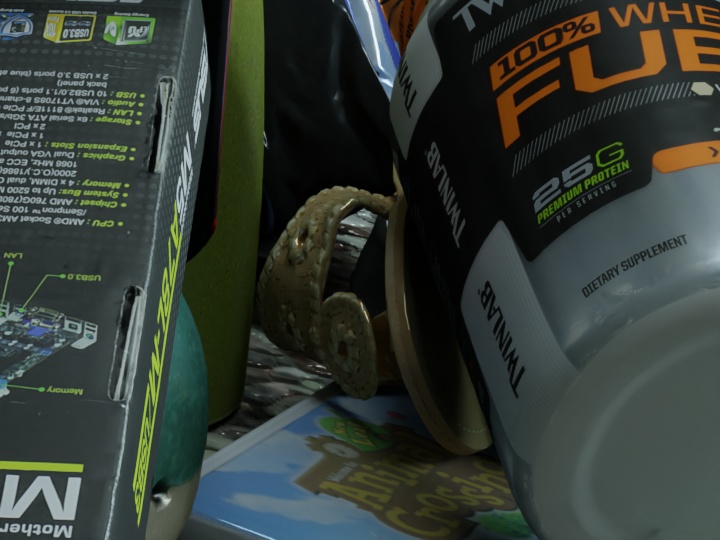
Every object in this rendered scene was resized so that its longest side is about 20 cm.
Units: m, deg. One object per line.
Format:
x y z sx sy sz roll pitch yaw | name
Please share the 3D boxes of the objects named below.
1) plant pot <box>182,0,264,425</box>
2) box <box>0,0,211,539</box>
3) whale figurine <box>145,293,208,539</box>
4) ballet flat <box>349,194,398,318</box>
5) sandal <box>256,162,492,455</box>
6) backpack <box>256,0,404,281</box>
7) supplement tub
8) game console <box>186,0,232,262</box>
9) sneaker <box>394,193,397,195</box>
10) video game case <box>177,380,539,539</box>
-0.106 -0.075 0.890 0.187 0.201 0.187 13 14 -3 | plant pot
-0.140 0.003 0.619 0.199 0.048 0.193 0 45 3 | box
-0.132 0.014 0.722 0.200 0.104 0.159 18 15 24 | whale figurine
0.078 0.021 0.970 0.200 0.073 0.073 25 17 34 | ballet flat
0.002 0.005 0.907 0.069 0.078 0.212 -18 24 15 | sandal
-0.052 -0.105 1.077 0.154 0.201 0.190 -22 10 -22 | backpack
0.078 -0.016 0.803 0.122 0.123 0.200 8 37 -23 | supplement tub
-0.133 -0.057 0.721 0.199 0.031 0.177 5 -30 -3 | game console
0.049 -0.081 1.324 0.090 0.075 0.200 32 21 37 | sneaker
0.053 0.079 0.822 0.182 0.022 0.200 18 15 15 | video game case
